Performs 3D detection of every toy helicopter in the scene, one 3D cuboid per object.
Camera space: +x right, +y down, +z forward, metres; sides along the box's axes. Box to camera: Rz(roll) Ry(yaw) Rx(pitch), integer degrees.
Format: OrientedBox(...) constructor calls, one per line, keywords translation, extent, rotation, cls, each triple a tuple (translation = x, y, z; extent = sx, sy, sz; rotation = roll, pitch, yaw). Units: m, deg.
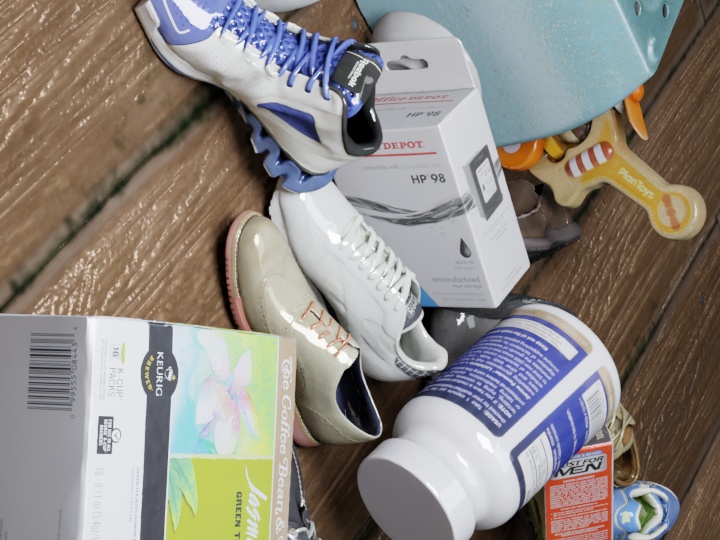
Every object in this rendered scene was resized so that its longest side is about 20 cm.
OrientedBox(translation=(0.216, -0.101, 1.525), extent=(0.133, 0.200, 0.079), rotation=(-56, 151, 15), cls="toy helicopter")

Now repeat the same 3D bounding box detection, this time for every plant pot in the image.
OrientedBox(translation=(0.149, -0.228, 1.473), extent=(0.196, 0.199, 0.197), rotation=(57, 47, -39), cls="plant pot")

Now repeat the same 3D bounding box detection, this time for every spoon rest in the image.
OrientedBox(translation=(0.061, -0.124, 1.449), extent=(0.061, 0.099, 0.201), rotation=(-46, 138, -33), cls="spoon rest")

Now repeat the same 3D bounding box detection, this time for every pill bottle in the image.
OrientedBox(translation=(0.096, 0.122, 1.364), extent=(0.200, 0.115, 0.116), rotation=(-38, 121, -34), cls="pill bottle")

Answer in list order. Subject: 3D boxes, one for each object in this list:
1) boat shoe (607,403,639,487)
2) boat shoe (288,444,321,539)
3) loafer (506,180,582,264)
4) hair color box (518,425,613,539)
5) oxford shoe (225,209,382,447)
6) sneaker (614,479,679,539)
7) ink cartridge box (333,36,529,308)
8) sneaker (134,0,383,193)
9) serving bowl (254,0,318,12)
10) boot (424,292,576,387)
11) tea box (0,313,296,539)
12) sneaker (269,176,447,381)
OrientedBox(translation=(0.214, 0.136, 1.640), extent=(0.076, 0.074, 0.200), rotation=(-59, 150, -18), cls="boat shoe")
OrientedBox(translation=(-0.045, 0.202, 1.308), extent=(0.073, 0.062, 0.201), rotation=(-20, 106, -54), cls="boat shoe")
OrientedBox(translation=(0.127, -0.037, 1.560), extent=(0.071, 0.073, 0.200), rotation=(63, 22, 5), cls="loafer")
OrientedBox(translation=(0.171, 0.178, 1.535), extent=(0.111, 0.064, 0.201), rotation=(-104, -173, -48), cls="hair color box")
OrientedBox(translation=(-0.036, 0.042, 1.310), extent=(0.071, 0.074, 0.201), rotation=(-54, 132, -41), cls="oxford shoe")
OrientedBox(translation=(0.269, 0.241, 1.754), extent=(0.200, 0.077, 0.076), rotation=(3, 86, -57), cls="sneaker")
OrientedBox(translation=(0.044, -0.072, 1.393), extent=(0.067, 0.115, 0.201), rotation=(-46, 126, -44), cls="ink cartridge box")
OrientedBox(translation=(-0.048, -0.143, 1.237), extent=(0.199, 0.115, 0.081), rotation=(47, 51, -27), cls="sneaker")
OrientedBox(translation=(-0.043, -0.290, 1.310), extent=(0.200, 0.066, 0.201), rotation=(1, 89, -56), cls="serving bowl")
OrientedBox(translation=(0.109, 0.083, 1.546), extent=(0.200, 0.070, 0.132), rotation=(9, 90, -51), cls="boot")
OrientedBox(translation=(-0.149, 0.131, 1.093), extent=(0.196, 0.133, 0.201), rotation=(8, 83, -56), cls="tea box")
OrientedBox(translation=(0.000, 0.000, 1.360), extent=(0.076, 0.080, 0.200), rotation=(-55, 130, -37), cls="sneaker")
